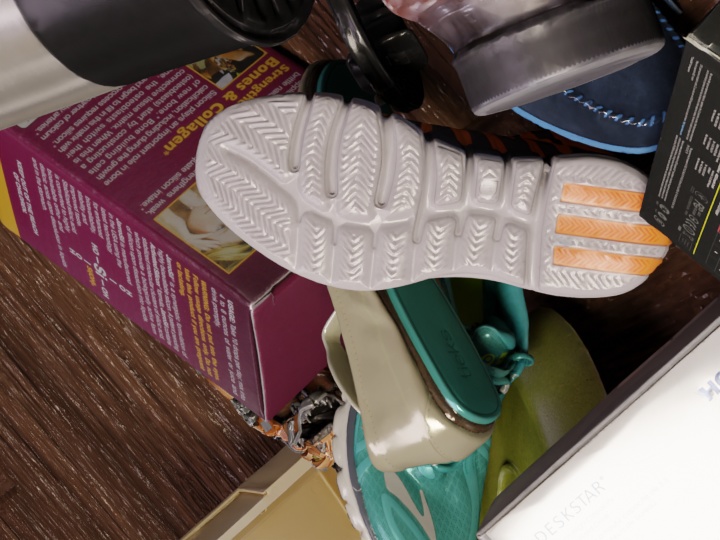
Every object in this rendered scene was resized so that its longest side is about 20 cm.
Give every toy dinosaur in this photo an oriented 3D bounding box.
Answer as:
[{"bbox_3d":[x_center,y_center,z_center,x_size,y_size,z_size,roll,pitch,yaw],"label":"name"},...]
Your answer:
[{"bbox_3d":[-0.054,0.053,1.186,0.200,0.102,0.136,-2,123,58],"label":"toy dinosaur"}]

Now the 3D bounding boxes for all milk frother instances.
[{"bbox_3d":[-0.095,-0.110,0.903,0.188,0.181,0.200,-15,122,31],"label":"milk frother"}]

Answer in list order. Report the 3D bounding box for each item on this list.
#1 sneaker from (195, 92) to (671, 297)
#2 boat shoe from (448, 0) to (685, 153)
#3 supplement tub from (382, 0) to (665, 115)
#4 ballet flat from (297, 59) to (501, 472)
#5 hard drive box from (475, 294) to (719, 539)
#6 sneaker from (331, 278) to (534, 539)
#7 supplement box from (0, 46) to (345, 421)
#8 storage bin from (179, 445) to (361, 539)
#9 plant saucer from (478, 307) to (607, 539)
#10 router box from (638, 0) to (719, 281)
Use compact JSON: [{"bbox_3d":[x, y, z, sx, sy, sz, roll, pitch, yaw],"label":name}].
[{"bbox_3d":[0.032,-0.030,0.904,0.200,0.078,0.112,13,-173,3],"label":"sneaker"},{"bbox_3d":[0.051,-0.122,0.830,0.200,0.084,0.069,38,163,15],"label":"boat shoe"},{"bbox_3d":[0.038,-0.158,0.722,0.107,0.107,0.200,-23,87,61],"label":"supplement tub"},{"bbox_3d":[0.000,0.000,0.953,0.069,0.069,0.200,111,144,-60],"label":"ballet flat"},{"bbox_3d":[0.174,0.126,0.883,0.200,0.156,0.077,48,-168,2],"label":"hard drive box"},{"bbox_3d":[0.039,0.049,0.983,0.080,0.077,0.200,-2,82,57],"label":"sneaker"},{"bbox_3d":[-0.079,-0.042,1.075,0.200,0.131,0.103,36,151,25],"label":"supplement box"},{"bbox_3d":[-0.029,0.233,1.278,0.199,0.200,0.094,57,154,-16],"label":"storage bin"},{"bbox_3d":[0.088,0.119,1.026,0.200,0.031,0.200,173,90,-77],"label":"plant saucer"},{"bbox_3d":[0.179,-0.021,0.733,0.150,0.062,0.200,42,171,12],"label":"router box"}]
